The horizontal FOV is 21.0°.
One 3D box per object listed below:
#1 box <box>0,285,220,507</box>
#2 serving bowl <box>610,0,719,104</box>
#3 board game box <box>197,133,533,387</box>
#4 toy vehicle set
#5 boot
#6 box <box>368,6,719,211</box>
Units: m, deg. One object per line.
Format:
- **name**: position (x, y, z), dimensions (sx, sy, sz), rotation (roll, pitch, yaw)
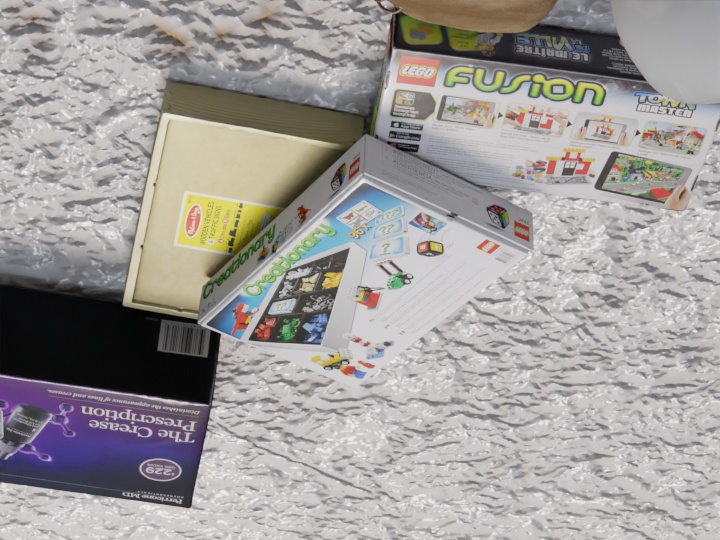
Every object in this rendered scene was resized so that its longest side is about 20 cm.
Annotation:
- **box**: position (-0.206, 0.088, 1.359), dimensions (0.199, 0.079, 0.141), rotation (8, 144, -6)
- **serving bowl**: position (0.188, -0.177, 0.909), dimensions (0.066, 0.201, 0.200), rotation (38, 131, -25)
- **board game box**: position (0.000, 0.000, 1.224), dimensions (0.126, 0.035, 0.200), rotation (24, 140, -25)
- **toy vehicle set**: position (-0.079, -0.035, 1.243), dimensions (0.123, 0.027, 0.200), rotation (10, 141, -8)
- **boot**: position (0.014, -0.162, 1.047), dimensions (0.198, 0.074, 0.076), rotation (6, 152, -6)
- **box**: position (0.109, -0.093, 1.147), dimensions (0.199, 0.035, 0.110), rotation (7, 141, -4)
